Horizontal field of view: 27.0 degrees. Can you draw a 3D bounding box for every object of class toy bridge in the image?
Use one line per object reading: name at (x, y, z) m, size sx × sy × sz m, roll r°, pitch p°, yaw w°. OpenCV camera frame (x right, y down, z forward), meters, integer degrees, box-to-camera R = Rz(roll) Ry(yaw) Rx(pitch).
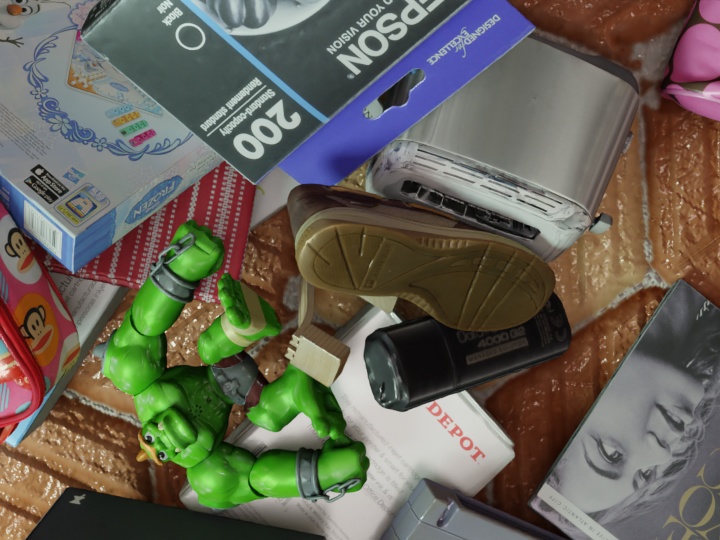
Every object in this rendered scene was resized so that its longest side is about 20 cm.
toy bridge at (0.000, 0.000, 1.018) m, size 0.067 × 0.200 × 0.027 m, roll 30°, pitch 131°, yaw 9°

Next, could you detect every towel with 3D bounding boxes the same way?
towel at (-0.170, -0.062, 1.017) m, size 0.197 × 0.022 × 0.147 m, roll 12°, pitch 76°, yaw -10°

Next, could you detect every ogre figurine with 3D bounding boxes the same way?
ogre figurine at (-0.091, 0.081, 0.987) m, size 0.119 × 0.099 × 0.200 m, roll -33°, pitch 118°, yaw 17°

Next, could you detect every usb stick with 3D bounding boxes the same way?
usb stick at (0.077, 0.051, 1.022) m, size 0.032 × 0.199 × 0.056 m, roll -24°, pitch 83°, yaw 43°

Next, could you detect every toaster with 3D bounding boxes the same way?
toaster at (0.085, -0.091, 1.014) m, size 0.198 × 0.114 × 0.131 m, roll 21°, pitch 68°, yaw -7°

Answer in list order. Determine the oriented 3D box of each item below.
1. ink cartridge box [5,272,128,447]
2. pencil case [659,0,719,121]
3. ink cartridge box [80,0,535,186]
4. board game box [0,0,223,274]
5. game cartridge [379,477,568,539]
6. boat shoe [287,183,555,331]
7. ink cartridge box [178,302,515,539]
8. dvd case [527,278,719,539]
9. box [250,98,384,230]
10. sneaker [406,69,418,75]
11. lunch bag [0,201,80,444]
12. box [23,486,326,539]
ink cartridge box at (-0.280, 0.005, 1.056) m, size 0.199 × 0.085 × 0.145 m, roll 34°, pitch 95°, yaw -2°
pencil case at (0.283, -0.199, 1.033) m, size 0.090 × 0.094 × 0.202 m, roll 19°, pitch 95°, yaw -2°
ink cartridge box at (-0.031, -0.141, 0.887) m, size 0.199 × 0.044 × 0.197 m, roll 37°, pitch 125°, yaw -25°
board game box at (-0.185, -0.121, 0.977) m, size 0.199 × 0.044 × 0.199 m, roll 39°, pitch 54°, yaw 15°
game cartridge at (0.085, 0.232, 1.057) m, size 0.199 × 0.038 × 0.130 m, roll 27°, pitch 108°, yaw -31°
boat shoe at (0.039, -0.016, 0.976) m, size 0.198 × 0.072 × 0.073 m, roll 11°, pitch 124°, yaw -30°
ink cartridge box at (-0.008, 0.138, 1.070) m, size 0.200 × 0.083 × 0.147 m, roll -43°, pitch 94°, yaw 4°
dvd case at (0.232, 0.131, 1.078) m, size 0.148 × 0.016 × 0.201 m, roll 37°, pitch 79°, yaw -4°
box at (-0.093, -0.106, 1.069) m, size 0.199 × 0.036 × 0.145 m, roll -35°, pitch 94°, yaw 1°
sneaker at (-0.040, -0.168, 0.980) m, size 0.198 × 0.066 × 0.079 m, roll 12°, pitch 66°, yaw 24°
lunch bag at (-0.281, 0.042, 0.953) m, size 0.198 × 0.082 × 0.178 m, roll -15°, pitch 116°, yaw 28°
box at (-0.130, 0.275, 1.010) m, size 0.197 × 0.123 × 0.201 m, roll 7°, pitch 117°, yaw 16°
